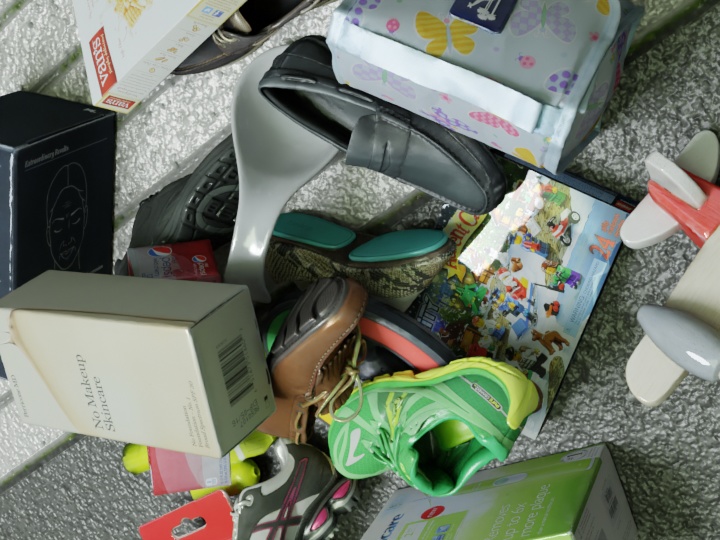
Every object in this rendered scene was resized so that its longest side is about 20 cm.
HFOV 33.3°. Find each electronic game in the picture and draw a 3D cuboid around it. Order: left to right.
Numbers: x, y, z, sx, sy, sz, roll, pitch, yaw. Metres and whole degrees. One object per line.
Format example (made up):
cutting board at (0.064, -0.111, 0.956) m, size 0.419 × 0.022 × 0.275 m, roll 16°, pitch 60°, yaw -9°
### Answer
electronic game at (0.010, 0.088, 0.952) m, size 0.198 × 0.042 × 0.201 m, roll 23°, pitch 146°, yaw 16°

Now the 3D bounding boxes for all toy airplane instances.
toy airplane at (0.268, -0.017, 0.794) m, size 0.196 × 0.141 × 0.203 m, roll -5°, pitch 83°, yaw 7°

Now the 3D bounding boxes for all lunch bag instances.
lunch bag at (0.087, -0.149, 0.796) m, size 0.168 × 0.200 × 0.128 m, roll 24°, pitch 115°, yaw 14°

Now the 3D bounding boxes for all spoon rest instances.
spoon rest at (-0.063, -0.079, 0.923) m, size 0.098 × 0.061 × 0.202 m, roll 14°, pitch 83°, yaw 3°

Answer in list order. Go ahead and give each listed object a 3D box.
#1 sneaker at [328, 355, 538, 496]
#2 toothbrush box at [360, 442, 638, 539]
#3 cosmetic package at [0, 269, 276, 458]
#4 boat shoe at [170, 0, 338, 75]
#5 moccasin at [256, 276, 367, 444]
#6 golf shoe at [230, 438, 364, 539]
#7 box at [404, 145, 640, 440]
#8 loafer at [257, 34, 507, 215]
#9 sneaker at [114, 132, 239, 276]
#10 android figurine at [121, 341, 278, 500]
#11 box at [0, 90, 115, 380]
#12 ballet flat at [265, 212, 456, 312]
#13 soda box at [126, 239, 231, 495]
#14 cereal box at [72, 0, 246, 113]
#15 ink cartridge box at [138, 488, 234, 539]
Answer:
sneaker at (0.038, 0.120, 0.869) m, size 0.074 × 0.084 × 0.199 m, roll 41°, pitch 139°, yaw -20°
toothbrush box at (0.102, 0.222, 0.943) m, size 0.198 × 0.146 × 0.087 m, roll -19°, pitch 100°, yaw 27°
cosmetic package at (-0.167, 0.063, 0.871) m, size 0.198 × 0.073 × 0.105 m, roll 2°, pitch 115°, yaw 33°
boat shoe at (-0.089, -0.208, 0.920) m, size 0.199 × 0.073 × 0.075 m, roll -26°, pitch 96°, yaw 27°
moccasin at (-0.031, 0.073, 0.879) m, size 0.077 × 0.074 × 0.202 m, roll 27°, pitch 138°, yaw -2°
golf shoe at (-0.084, 0.233, 1.005) m, size 0.088 × 0.200 × 0.077 m, roll 39°, pitch 149°, yaw -2°
box at (0.114, 0.013, 0.930) m, size 0.135 × 0.038 × 0.202 m, roll 25°, pitch 115°, yaw 13°
loafer at (0.014, -0.096, 0.874) m, size 0.200 × 0.070 × 0.068 m, roll 35°, pitch 145°, yaw 14°
sneaker at (-0.145, -0.046, 0.997) m, size 0.200 × 0.076 × 0.091 m, roll -50°, pitch 46°, yaw 11°
android figurine at (-0.146, 0.117, 1.073) m, size 0.198 × 0.041 × 0.184 m, roll -19°, pitch 99°, yaw 28°
box at (-0.292, -0.034, 1.021) m, size 0.106 × 0.148 × 0.202 m, roll 14°, pitch 112°, yaw 17°
ballet flat at (0.000, 0.000, 0.941) m, size 0.199 × 0.068 × 0.076 m, roll 8°, pitch 119°, yaw 42°
soda box at (-0.144, 0.080, 0.970) m, size 0.069 × 0.064 × 0.202 m, roll -6°, pitch 119°, yaw -12°
cereal box at (-0.148, -0.231, 0.906) m, size 0.199 × 0.039 × 0.145 m, roll -34°, pitch 62°, yaw 36°
ink cartridge box at (-0.100, 0.286, 1.093) m, size 0.115 × 0.067 × 0.201 m, roll -27°, pitch 96°, yaw 28°
